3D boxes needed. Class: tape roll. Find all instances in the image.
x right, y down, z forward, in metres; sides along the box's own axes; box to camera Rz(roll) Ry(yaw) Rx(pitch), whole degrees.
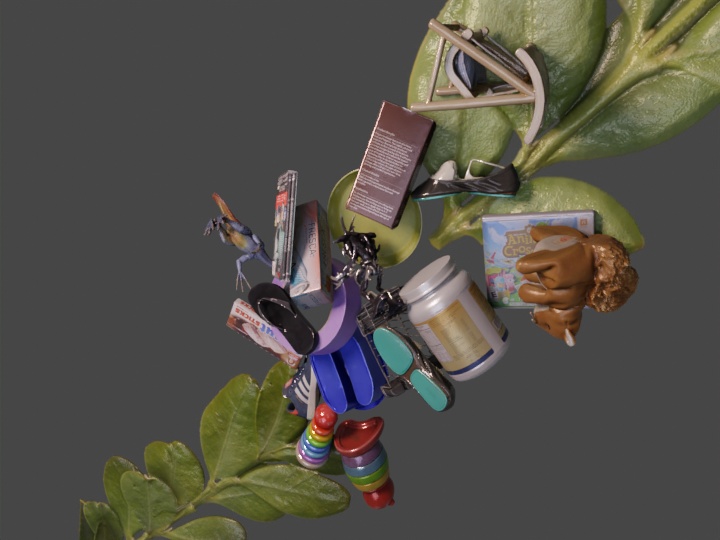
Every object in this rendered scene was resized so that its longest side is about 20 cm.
[{"bbox_3d":[-0.096,0.069,1.195,0.196,0.065,0.206,-5,79,30],"label":"tape roll"}]

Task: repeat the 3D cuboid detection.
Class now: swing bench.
[{"bbox_3d":[0.204,-0.300,0.907,0.196,0.199,0.132,19,117,12],"label":"swing bench"}]

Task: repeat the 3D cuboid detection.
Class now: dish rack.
[{"bbox_3d":[0.080,0.139,1.179,0.151,0.054,0.203,-28,94,-14],"label":"dish rack"}]

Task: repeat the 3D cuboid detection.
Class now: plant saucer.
[{"bbox_3d":[0.029,-0.105,1.148,0.195,0.031,0.205,7,113,17],"label":"plant saucer"}]

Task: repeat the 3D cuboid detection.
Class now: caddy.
[{"bbox_3d":[-0.020,0.205,1.248,0.139,0.105,0.204,-22,86,23],"label":"caddy"}]

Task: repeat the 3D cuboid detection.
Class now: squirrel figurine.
[{"bbox_3d":[0.371,0.034,0.995,0.195,0.142,0.191,-3,117,23],"label":"squirrel figurine"}]

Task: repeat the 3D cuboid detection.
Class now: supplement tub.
[{"bbox_3d":[0.177,0.089,1.106,0.143,0.145,0.202,-33,97,28],"label":"supplement tub"}]

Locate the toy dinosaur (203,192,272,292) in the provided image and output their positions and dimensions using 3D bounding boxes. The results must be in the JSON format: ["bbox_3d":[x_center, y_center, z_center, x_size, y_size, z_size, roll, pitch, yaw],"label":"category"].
[{"bbox_3d":[-0.230,-0.066,1.241,0.179,0.204,0.104,26,139,-36],"label":"toy dinosaur"}]

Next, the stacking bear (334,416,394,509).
[{"bbox_3d":[0.021,0.458,1.341,0.119,0.114,0.204,-12,111,24],"label":"stacking bear"}]

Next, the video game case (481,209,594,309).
[{"bbox_3d":[0.328,-0.016,1.076,0.195,0.022,0.187,-1,110,21],"label":"video game case"}]

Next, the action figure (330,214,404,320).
[{"bbox_3d":[0.000,0.000,1.101,0.102,0.117,0.203,-41,66,36],"label":"action figure"}]

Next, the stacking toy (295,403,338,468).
[{"bbox_3d":[-0.092,0.368,1.330,0.084,0.086,0.202,27,133,8],"label":"stacking toy"}]

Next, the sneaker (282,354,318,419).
[{"bbox_3d":[-0.135,0.252,1.325,0.082,0.075,0.205,8,114,3],"label":"sneaker"}]

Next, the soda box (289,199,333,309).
[{"bbox_3d":[-0.098,-0.033,1.134,0.067,0.204,0.064,-15,149,16],"label":"soda box"}]

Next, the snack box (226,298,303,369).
[{"bbox_3d":[-0.215,0.147,1.346,0.197,0.024,0.073,31,119,6],"label":"snack box"}]

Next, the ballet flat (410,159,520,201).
[{"bbox_3d":[0.187,-0.165,1.050,0.195,0.068,0.070,-1,101,10],"label":"ballet flat"}]

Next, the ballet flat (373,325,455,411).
[{"bbox_3d":[0.104,0.182,1.107,0.201,0.068,0.068,49,120,16],"label":"ballet flat"}]

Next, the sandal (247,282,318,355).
[{"bbox_3d":[-0.159,0.088,1.167,0.199,0.043,0.077,37,102,30],"label":"sandal"}]

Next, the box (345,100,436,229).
[{"bbox_3d":[0.055,-0.189,1.053,0.098,0.075,0.204,24,103,9],"label":"box"}]

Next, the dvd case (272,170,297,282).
[{"bbox_3d":[-0.150,-0.085,1.135,0.021,0.146,0.206,5,92,-16],"label":"dvd case"}]
